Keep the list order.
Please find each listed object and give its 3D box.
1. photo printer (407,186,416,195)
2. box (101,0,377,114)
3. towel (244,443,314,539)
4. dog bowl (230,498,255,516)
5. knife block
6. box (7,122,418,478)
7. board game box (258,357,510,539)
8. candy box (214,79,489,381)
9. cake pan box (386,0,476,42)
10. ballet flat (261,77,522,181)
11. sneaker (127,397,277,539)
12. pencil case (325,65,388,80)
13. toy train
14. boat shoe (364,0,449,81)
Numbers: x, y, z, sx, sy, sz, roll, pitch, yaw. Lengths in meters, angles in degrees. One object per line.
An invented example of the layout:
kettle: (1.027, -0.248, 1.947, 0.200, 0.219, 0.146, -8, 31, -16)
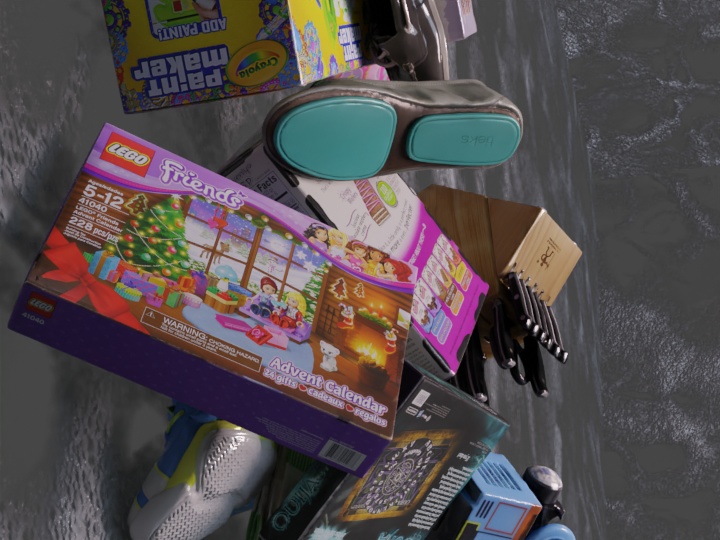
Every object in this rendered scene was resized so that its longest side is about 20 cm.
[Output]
photo printer: (0.000, 0.000, 1.018, 0.200, 0.069, 0.167, 8, 57, -59)
box: (-0.079, -0.214, 0.841, 0.200, 0.122, 0.193, -41, 123, -72)
towel: (-0.033, 0.150, 0.850, 0.153, 0.023, 0.201, 50, 44, -59)
dog bowl: (-0.078, 0.064, 0.864, 0.111, 0.049, 0.201, 31, 54, -70)
knife block: (0.083, 0.030, 1.008, 0.064, 0.200, 0.176, 43, 76, -35)
box: (-0.070, 0.013, 0.689, 0.039, 0.199, 0.137, -56, -165, 39)
board game box: (0.023, 0.131, 0.829, 0.135, 0.028, 0.200, -53, 154, 1)
candy box: (-0.004, -0.021, 0.886, 0.200, 0.061, 0.136, 51, 28, -10)
cake pan box: (-0.020, -0.255, 0.953, 0.052, 0.184, 0.201, -48, 130, -69)
ballet flat: (0.015, -0.097, 0.843, 0.064, 0.199, 0.068, 49, -48, 45)
sneaker: (-0.086, 0.071, 0.774, 0.200, 0.105, 0.076, -46, 153, -21)
pencil case: (0.001, -0.200, 1.181, 0.200, 0.087, 0.088, 25, 60, -70)
toy train: (0.078, 0.228, 0.977, 0.200, 0.114, 0.087, -63, -152, 17)
boat shoe: (0.018, -0.192, 0.883, 0.067, 0.057, 0.201, -144, -139, -60)
